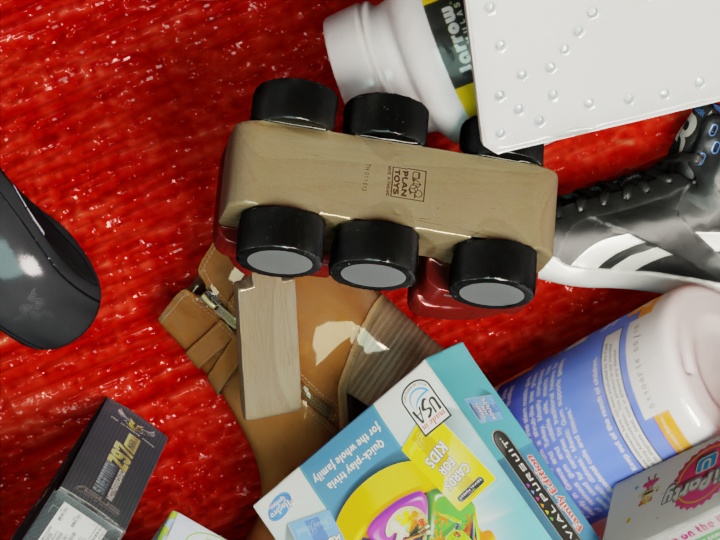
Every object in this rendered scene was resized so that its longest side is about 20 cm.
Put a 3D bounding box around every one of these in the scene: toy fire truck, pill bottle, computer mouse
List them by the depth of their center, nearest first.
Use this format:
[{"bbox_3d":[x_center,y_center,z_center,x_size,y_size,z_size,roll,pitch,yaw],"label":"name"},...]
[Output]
[{"bbox_3d":[0.086,-0.135,1.548,0.199,0.113,0.113,-22,103,12],"label":"pill bottle"},{"bbox_3d":[0.000,0.000,1.554,0.175,0.200,0.130,8,70,-10],"label":"toy fire truck"},{"bbox_3d":[0.133,0.097,1.613,0.199,0.112,0.112,-30,102,35],"label":"pill bottle"},{"bbox_3d":[-0.254,-0.016,1.670,0.140,0.046,0.201,-34,100,12],"label":"computer mouse"}]

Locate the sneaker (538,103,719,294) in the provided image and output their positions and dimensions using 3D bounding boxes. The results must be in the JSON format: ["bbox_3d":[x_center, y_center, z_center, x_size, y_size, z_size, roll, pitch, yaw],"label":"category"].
[{"bbox_3d":[0.159,-0.047,1.616,0.198,0.073,0.113,9,103,-6],"label":"sneaker"}]

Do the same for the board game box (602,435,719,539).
[{"bbox_3d":[0.247,0.170,1.520,0.200,0.065,0.147,42,132,-22],"label":"board game box"}]

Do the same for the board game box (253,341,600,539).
[{"bbox_3d":[0.054,0.166,1.568,0.151,0.047,0.201,-42,79,32],"label":"board game box"}]

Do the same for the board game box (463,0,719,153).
[{"bbox_3d":[0.143,-0.173,1.442,0.198,0.026,0.201,-13,119,-8],"label":"board game box"}]

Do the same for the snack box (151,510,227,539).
[{"bbox_3d":[-0.048,0.228,1.675,0.199,0.142,0.053,29,62,-3],"label":"snack box"}]

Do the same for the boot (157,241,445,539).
[{"bbox_3d":[-0.059,0.077,1.667,0.155,0.077,0.201,34,117,3],"label":"boot"}]

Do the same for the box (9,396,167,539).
[{"bbox_3d":[-0.193,0.186,1.664,0.051,0.158,0.201,34,107,-4],"label":"box"}]
